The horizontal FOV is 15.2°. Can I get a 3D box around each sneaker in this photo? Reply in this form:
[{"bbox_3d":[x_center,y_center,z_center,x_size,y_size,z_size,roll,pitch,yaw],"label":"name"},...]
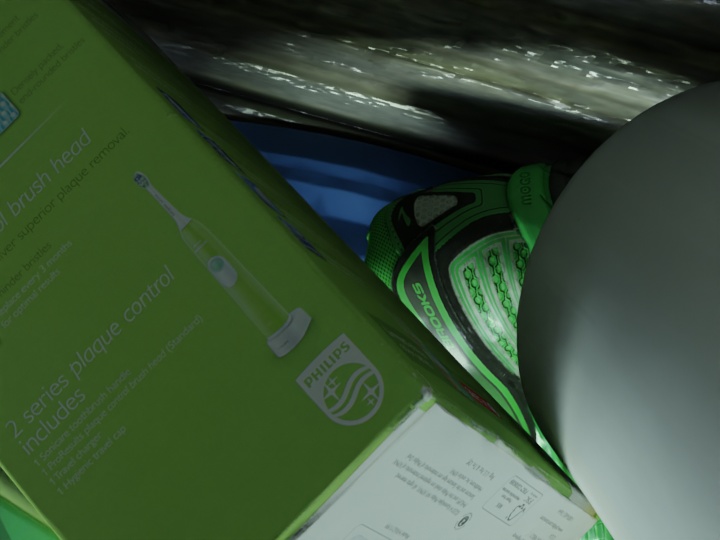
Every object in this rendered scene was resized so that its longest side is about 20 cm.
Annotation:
[{"bbox_3d":[0.039,0.042,0.823,0.085,0.078,0.200,-2,134,4],"label":"sneaker"}]

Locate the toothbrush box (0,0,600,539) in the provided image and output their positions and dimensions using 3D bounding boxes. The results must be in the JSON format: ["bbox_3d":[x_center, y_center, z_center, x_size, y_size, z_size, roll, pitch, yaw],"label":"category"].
[{"bbox_3d":[-0.051,0.007,0.661,0.200,0.086,0.146,48,-176,24],"label":"toothbrush box"}]

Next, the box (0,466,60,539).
[{"bbox_3d":[-0.094,0.048,0.682,0.200,0.036,0.144,38,-172,-38],"label":"box"}]

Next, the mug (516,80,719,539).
[{"bbox_3d":[0.111,0.043,0.639,0.149,0.187,0.153,-7,-154,-24],"label":"mug"}]

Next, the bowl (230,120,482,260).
[{"bbox_3d":[0.000,0.000,0.915,0.200,0.039,0.201,13,169,3],"label":"bowl"}]
